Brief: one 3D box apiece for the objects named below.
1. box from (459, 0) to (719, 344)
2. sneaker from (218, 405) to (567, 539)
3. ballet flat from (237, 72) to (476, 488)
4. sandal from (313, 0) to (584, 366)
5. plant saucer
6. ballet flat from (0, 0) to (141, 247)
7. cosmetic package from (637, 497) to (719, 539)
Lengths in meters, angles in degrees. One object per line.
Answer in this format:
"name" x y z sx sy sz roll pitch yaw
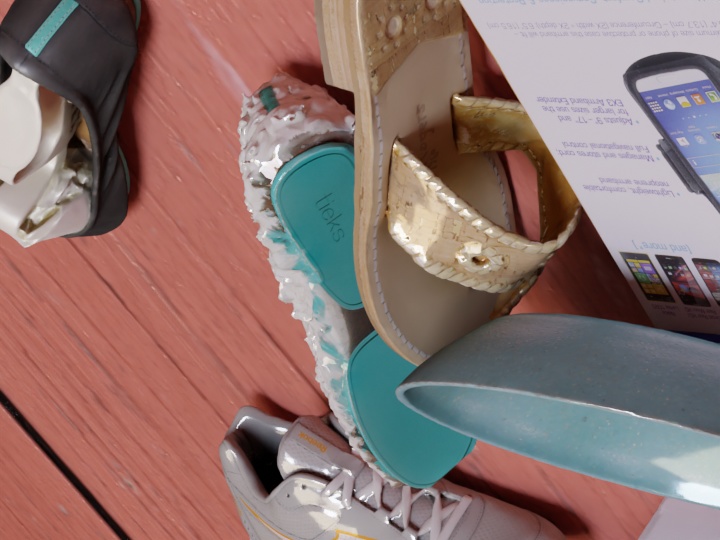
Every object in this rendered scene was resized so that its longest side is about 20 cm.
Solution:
"box" 0.115 -0.042 0.757 0.119 0.042 0.200 6 141 46
"sneaker" 0.005 0.110 1.082 0.200 0.076 0.092 5 134 44
"ballet flat" 0.000 0.000 0.945 0.072 0.072 0.200 17 144 34
"sandal" 0.041 -0.030 0.820 0.069 0.078 0.212 24 145 36
"plant saucer" 0.112 0.052 0.839 0.199 0.036 0.200 14 170 2
"ballet flat" -0.134 -0.056 0.995 0.068 0.068 0.200 32 152 10
"cosmetic package" 0.155 0.197 1.004 0.071 0.102 0.200 17 145 36
